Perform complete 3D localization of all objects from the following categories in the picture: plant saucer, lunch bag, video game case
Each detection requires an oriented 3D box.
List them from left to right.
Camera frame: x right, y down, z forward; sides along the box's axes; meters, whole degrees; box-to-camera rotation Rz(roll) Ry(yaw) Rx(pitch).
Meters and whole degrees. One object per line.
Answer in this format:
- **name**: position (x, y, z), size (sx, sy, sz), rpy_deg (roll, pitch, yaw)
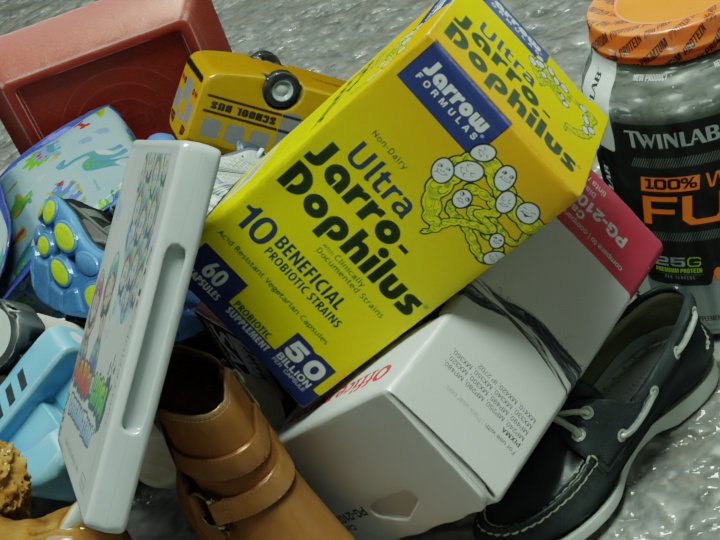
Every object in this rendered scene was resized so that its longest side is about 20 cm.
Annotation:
- **lunch bag**: position (-0.237, -0.016, 1.151), size (0.200, 0.128, 0.170), rpy_deg (-34, 32, -1)
- **plant saucer**: position (-0.192, -0.128, 1.232), size (0.199, 0.200, 0.037), rpy_deg (-20, 42, 1)
- **video game case**: position (-0.119, 0.023, 0.769), size (0.024, 0.183, 0.200), rpy_deg (14, 1, -16)

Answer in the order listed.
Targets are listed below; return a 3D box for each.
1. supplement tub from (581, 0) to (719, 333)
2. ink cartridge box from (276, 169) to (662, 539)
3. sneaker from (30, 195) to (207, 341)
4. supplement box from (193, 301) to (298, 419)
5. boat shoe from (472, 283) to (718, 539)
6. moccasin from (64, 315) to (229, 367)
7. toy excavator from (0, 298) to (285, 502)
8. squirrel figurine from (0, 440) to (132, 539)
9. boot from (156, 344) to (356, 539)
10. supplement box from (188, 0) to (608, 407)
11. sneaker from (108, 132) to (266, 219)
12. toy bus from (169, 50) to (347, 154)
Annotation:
- **supplement tub**: position (0.202, -0.073, 0.887), size (0.122, 0.200, 0.123), rpy_deg (-16, 30, 9)
- **ink cartridge box**: position (0.057, 0.045, 0.826), size (0.200, 0.084, 0.145), rpy_deg (-50, 9, -34)
- **sneaker**: position (-0.150, 0.001, 0.984), size (0.199, 0.071, 0.083), rpy_deg (21, 14, 40)
- **supplement box**: position (0.000, 0.000, 0.940), size (0.061, 0.109, 0.200), rpy_deg (24, 62, 42)
- **boat shoe**: position (0.124, 0.081, 0.819), size (0.075, 0.060, 0.200), rpy_deg (9, 41, 41)
- **moccasin**: position (-0.118, 0.036, 1.025), size (0.199, 0.081, 0.068), rpy_deg (-12, 35, 16)
- **toy excavator**: position (-0.158, 0.096, 0.920), size (0.195, 0.100, 0.200), rpy_deg (-49, 59, 10)
- **squirrel figurine**: position (-0.219, 0.154, 0.806), size (0.186, 0.142, 0.200), rpy_deg (-17, 50, -10)
- **boot**: position (-0.040, 0.126, 0.747), size (0.074, 0.155, 0.200), rpy_deg (-36, 33, -27)
- **supplement box**: position (0.014, -0.041, 0.776), size (0.200, 0.109, 0.110), rpy_deg (-39, 10, 29)
- **sneaker**: position (-0.069, -0.048, 1.047), size (0.199, 0.077, 0.085), rpy_deg (16, 67, -9)
- **toy bus**: position (-0.043, -0.119, 1.182), size (0.199, 0.078, 0.065), rpy_deg (13, 19, -24)
